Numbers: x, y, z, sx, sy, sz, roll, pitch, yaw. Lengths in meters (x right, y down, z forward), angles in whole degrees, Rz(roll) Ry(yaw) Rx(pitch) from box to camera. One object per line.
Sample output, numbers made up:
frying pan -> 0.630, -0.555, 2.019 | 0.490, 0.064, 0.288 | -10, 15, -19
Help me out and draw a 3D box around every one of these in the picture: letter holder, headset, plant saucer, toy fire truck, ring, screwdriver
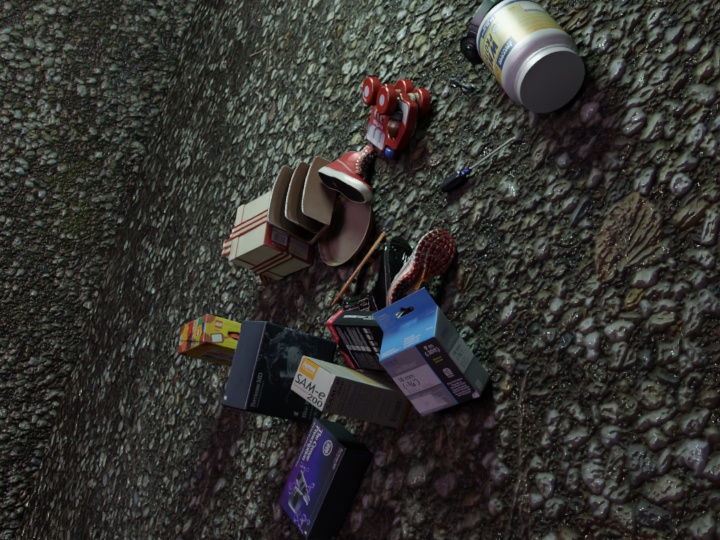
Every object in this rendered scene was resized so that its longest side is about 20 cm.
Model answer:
letter holder -> -0.143, -0.192, 1.734 | 0.101, 0.142, 0.200 | -41, 31, 48
headset -> 0.244, -0.465, 1.415 | 0.094, 0.123, 0.200 | 35, 128, 29
plant saucer -> -0.030, -0.103, 1.675 | 0.200, 0.032, 0.201 | -30, 50, 43
toy fire truck -> 0.074, -0.356, 1.619 | 0.200, 0.112, 0.168 | -130, 42, -52
ring -> 0.000, 0.000, 1.508 | 0.201, 0.019, 0.200 | -55, 1, 1
screwdriver -> 0.231, -0.214, 1.376 | 0.200, 0.029, 0.028 | -39, 45, 43

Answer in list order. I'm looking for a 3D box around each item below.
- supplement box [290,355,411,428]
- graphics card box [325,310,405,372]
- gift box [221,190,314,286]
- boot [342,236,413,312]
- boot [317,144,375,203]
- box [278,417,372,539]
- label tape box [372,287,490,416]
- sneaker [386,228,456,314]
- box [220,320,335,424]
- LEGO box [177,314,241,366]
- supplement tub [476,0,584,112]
supplement box -> -0.016, 0.236, 1.330 | 0.126, 0.200, 0.074 | 19, 88, 56
graphics card box -> 0.032, 0.142, 1.371 | 0.200, 0.126, 0.051 | -3, 32, 50
gift box -> -0.243, -0.077, 1.817 | 0.187, 0.184, 0.201 | -19, 52, 45
boot -> 0.036, 0.043, 1.467 | 0.158, 0.079, 0.212 | -21, 57, 47
boot -> 0.002, -0.241, 1.650 | 0.144, 0.073, 0.200 | -38, 39, -13
box -> -0.075, 0.429, 1.420 | 0.141, 0.079, 0.200 | 26, 94, 53
label tape box -> 0.110, 0.148, 1.215 | 0.144, 0.200, 0.063 | -31, 10, 42
sneaker -> 0.112, -0.002, 1.363 | 0.200, 0.078, 0.082 | -50, 9, -15
box -> -0.183, 0.232, 1.559 | 0.117, 0.200, 0.197 | -4, 70, 52
LEGO box -> -0.355, 0.191, 1.812 | 0.149, 0.200, 0.077 | -23, 55, 45
supplement tub -> 0.311, -0.395, 1.267 | 0.144, 0.144, 0.200 | -48, 40, 27
